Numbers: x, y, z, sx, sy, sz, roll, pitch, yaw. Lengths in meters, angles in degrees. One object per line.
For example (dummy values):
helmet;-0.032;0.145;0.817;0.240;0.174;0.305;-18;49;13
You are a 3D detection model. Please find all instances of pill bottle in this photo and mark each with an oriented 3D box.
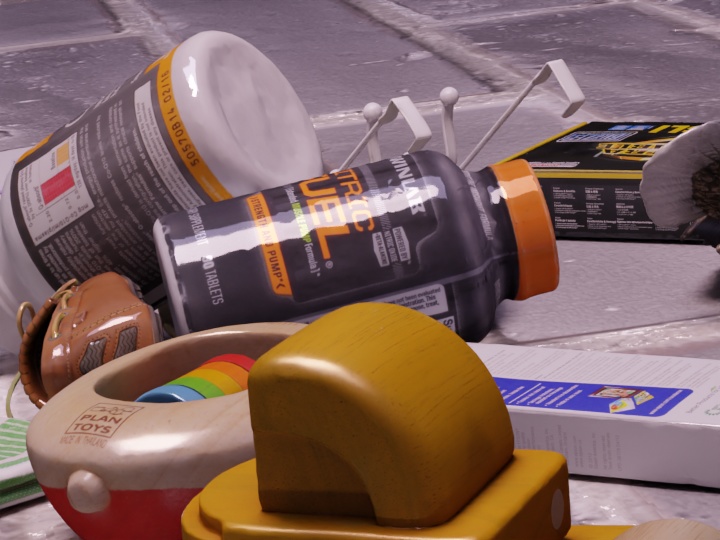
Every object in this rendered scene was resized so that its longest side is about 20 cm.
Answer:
pill bottle;0.000;0.000;1.281;0.199;0.107;0.106;-14;14;-6
pill bottle;-0.127;-0.037;1.379;0.199;0.117;0.116;-31;1;26

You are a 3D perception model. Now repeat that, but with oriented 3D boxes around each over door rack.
over door rack;0.032;-0.089;1.638;0.147;0.067;0.200;-16;-9;-36

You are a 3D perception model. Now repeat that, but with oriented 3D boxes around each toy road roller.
toy road roller;0.034;0.090;0.845;0.199;0.147;0.123;0;15;23

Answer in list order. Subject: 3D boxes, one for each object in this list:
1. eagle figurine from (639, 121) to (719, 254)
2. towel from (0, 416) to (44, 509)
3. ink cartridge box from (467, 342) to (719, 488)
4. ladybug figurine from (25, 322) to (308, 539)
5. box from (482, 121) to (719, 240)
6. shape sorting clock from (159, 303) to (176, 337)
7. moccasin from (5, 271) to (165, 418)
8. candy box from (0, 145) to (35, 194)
eagle figurine;0.249;-0.044;1.389;0.151;0.152;0.200;-12;21;20
towel;-0.239;0.093;1.213;0.152;0.024;0.199;-17;18;-39
ink cartridge box;0.103;0.065;1.169;0.199;0.037;0.095;6;18;31
ladybug figurine;-0.068;0.078;1.101;0.135;0.073;0.200;4;16;32
box;0.204;-0.060;1.628;0.199;0.050;0.159;3;14;31
shape sorting clock;-0.018;0.005;1.426;0.198;0.040;0.200;-7;20;3
moccasin;-0.144;0.044;1.260;0.077;0.074;0.201;-8;9;-9
candy box;-0.223;-0.033;1.630;0.198;0.072;0.168;-8;13;-7
